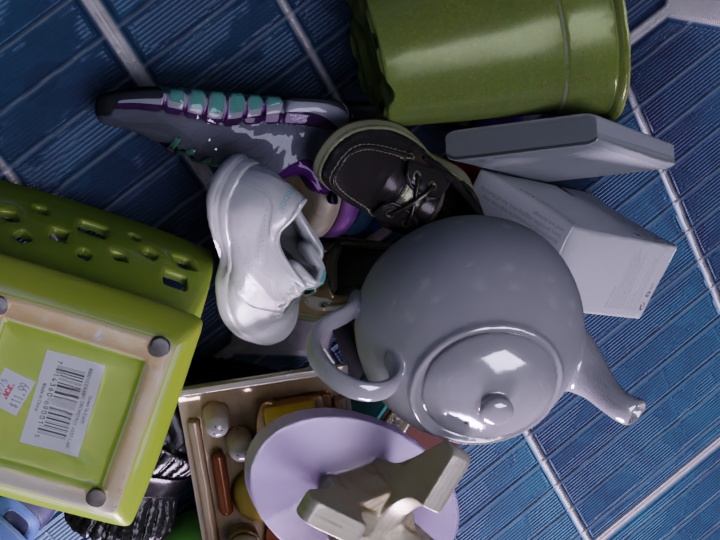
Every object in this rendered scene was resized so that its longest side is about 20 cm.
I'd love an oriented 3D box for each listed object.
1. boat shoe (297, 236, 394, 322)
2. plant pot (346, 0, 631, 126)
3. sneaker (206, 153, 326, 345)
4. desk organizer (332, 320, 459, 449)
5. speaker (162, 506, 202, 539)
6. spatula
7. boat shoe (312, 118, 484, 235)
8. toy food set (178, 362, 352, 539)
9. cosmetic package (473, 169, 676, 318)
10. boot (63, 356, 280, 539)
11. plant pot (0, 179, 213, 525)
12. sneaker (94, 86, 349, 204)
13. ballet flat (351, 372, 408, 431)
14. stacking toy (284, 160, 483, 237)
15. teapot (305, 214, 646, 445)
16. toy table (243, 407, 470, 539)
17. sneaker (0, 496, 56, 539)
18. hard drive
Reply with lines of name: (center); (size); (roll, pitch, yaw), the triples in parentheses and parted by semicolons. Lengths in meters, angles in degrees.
boat shoe: (0.000, 0.002, 1.400); (0.198, 0.074, 0.063); (8, 148, 5)
plant pot: (0.092, -0.196, 1.337); (0.188, 0.200, 0.202); (-14, 122, -9)
sneaker: (-0.062, 0.001, 1.296); (0.076, 0.088, 0.201); (-56, 155, -29)
desk organizer: (0.035, 0.083, 1.509); (0.077, 0.072, 0.201); (-31, 126, -15)
speaker: (-0.120, 0.244, 1.496); (0.199, 0.088, 0.089); (-26, 125, -16)
spatula: (0.061, -0.131, 1.440); (0.198, 0.021, 0.057); (-2, 104, -26)
boat shoe: (0.042, -0.064, 1.327); (0.199, 0.065, 0.073); (15, 116, -50)
toy food set: (-0.068, 0.176, 1.380); (0.142, 0.060, 0.202); (-9, 112, -5)
cosmetic package: (0.179, -0.021, 1.475); (0.199, 0.112, 0.082); (8, 112, -56)
boot: (-0.143, 0.158, 1.439); (0.209, 0.079, 0.159); (7, 105, -21)
plant pot: (-0.224, 0.068, 1.249); (0.197, 0.182, 0.202); (18, 104, -14)
sneaker: (-0.107, -0.095, 1.298); (0.198, 0.074, 0.089); (3, 95, -10)
ballet flat: (-0.002, 0.150, 1.452); (0.200, 0.068, 0.075); (-50, 144, 14)
stacking toy: (0.030, -0.067, 1.425); (0.198, 0.085, 0.086); (1, 115, -34)
teapot: (0.087, 0.064, 1.302); (0.199, 0.147, 0.198); (-29, 125, 14)
toy table: (0.010, 0.200, 1.328); (0.198, 0.117, 0.185); (16, 102, -25)
sneaker: (-0.316, 0.235, 1.382); (0.200, 0.082, 0.074); (-42, 127, -6)
hard drive: (0.172, -0.101, 1.409); (0.199, 0.131, 0.027); (4, 82, -62)
